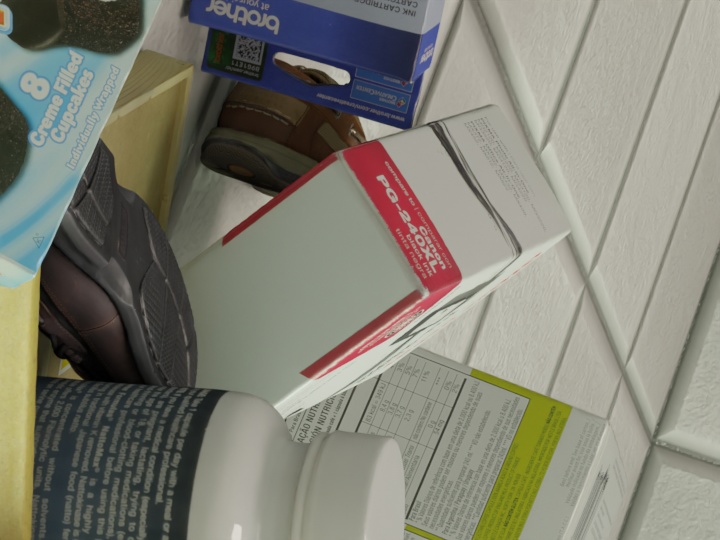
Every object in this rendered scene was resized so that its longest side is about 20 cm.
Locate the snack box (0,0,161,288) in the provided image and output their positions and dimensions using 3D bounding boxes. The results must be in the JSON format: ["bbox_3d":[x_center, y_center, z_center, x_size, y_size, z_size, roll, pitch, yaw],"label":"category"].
[{"bbox_3d":[-0.128,-0.109,0.921,0.037,0.116,0.201,-22,-137,66],"label":"snack box"}]

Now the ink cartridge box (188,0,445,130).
[{"bbox_3d":[-0.012,-0.171,1.255,0.042,0.119,0.201,-50,154,-64],"label":"ink cartridge box"}]

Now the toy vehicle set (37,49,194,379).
[{"bbox_3d":[-0.129,0.008,1.220,0.124,0.026,0.201,-40,145,-64],"label":"toy vehicle set"}]

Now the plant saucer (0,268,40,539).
[{"bbox_3d":[-0.183,0.110,0.935,0.200,0.048,0.201,-53,155,-51],"label":"plant saucer"}]

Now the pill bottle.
[{"bbox_3d":[-0.087,0.107,1.112,0.120,0.199,0.120,4,90,-78],"label":"pill bottle"}]

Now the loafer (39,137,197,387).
[{"bbox_3d":[-0.122,-0.003,1.120,0.200,0.063,0.072,66,23,-55],"label":"loafer"}]

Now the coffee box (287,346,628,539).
[{"bbox_3d":[0.042,0.174,1.696,0.200,0.197,0.201,63,49,-71],"label":"coffee box"}]

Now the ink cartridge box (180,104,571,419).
[{"bbox_3d":[0.000,0.000,1.297,0.145,0.084,0.200,-37,173,26],"label":"ink cartridge box"}]

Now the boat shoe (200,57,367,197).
[{"bbox_3d":[-0.024,-0.072,1.420,0.200,0.075,0.072,22,84,-77],"label":"boat shoe"}]
